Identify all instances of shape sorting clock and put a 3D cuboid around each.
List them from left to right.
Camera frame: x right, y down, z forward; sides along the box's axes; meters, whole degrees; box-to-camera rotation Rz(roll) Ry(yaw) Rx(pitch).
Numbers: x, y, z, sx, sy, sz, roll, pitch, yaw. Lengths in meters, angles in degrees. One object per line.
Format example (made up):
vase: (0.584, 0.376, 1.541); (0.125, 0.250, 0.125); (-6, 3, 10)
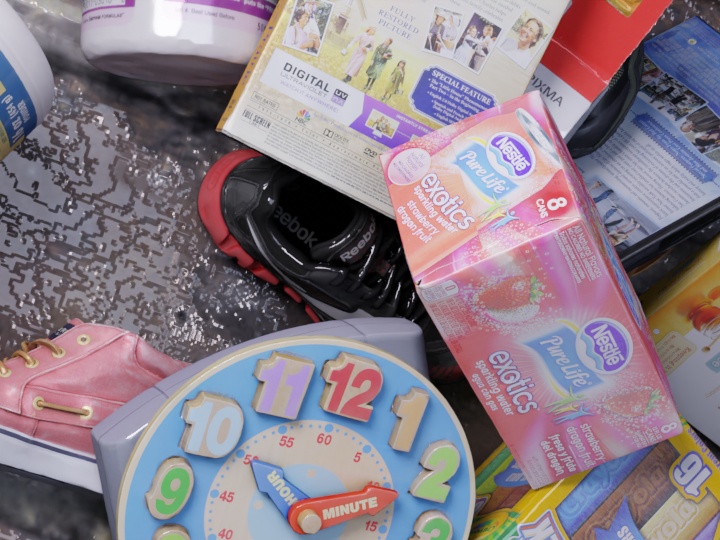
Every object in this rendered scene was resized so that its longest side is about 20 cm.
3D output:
shape sorting clock: (-0.033, 0.131, 1.269); (0.200, 0.039, 0.200); (-4, 105, -16)

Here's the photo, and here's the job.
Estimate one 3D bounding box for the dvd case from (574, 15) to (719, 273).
dvd case: (0.172, -0.073, 1.420); (0.200, 0.143, 0.018); (-28, 141, -21)

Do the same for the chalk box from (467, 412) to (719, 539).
chalk box: (0.114, 0.172, 1.375); (0.200, 0.124, 0.124); (-43, 102, -19)

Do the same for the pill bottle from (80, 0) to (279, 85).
pill bottle: (-0.096, -0.211, 1.327); (0.112, 0.112, 0.200); (6, 84, -20)

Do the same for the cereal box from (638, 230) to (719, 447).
cereal box: (0.269, 0.061, 1.437); (0.200, 0.144, 0.040); (37, 36, -14)

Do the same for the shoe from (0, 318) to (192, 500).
shoe: (-0.185, 0.065, 1.300); (0.200, 0.071, 0.091); (20, 78, -24)

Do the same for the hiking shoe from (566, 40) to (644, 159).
hiking shoe: (0.124, -0.168, 1.381); (0.101, 0.076, 0.200); (30, 67, -57)

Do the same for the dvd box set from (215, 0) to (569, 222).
dvd box set: (0.028, -0.134, 1.291); (0.146, 0.029, 0.200); (25, 90, -16)

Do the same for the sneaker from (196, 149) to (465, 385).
sneaker: (0.000, 0.000, 1.358); (0.200, 0.098, 0.071); (38, 72, -16)

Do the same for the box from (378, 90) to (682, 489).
box: (0.094, 0.014, 1.263); (0.095, 0.103, 0.200); (-22, 137, 9)

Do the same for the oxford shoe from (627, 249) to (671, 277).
oxford shoe: (0.153, -0.023, 1.433); (0.200, 0.071, 0.071); (-33, 96, -21)

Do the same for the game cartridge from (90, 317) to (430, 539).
game cartridge: (-0.047, 0.103, 1.310); (0.200, 0.042, 0.133); (-19, 120, -22)

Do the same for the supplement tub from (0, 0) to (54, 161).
supplement tub: (-0.275, -0.073, 1.231); (0.145, 0.145, 0.200); (46, 72, -12)

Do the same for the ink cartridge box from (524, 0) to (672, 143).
ink cartridge box: (0.059, -0.127, 1.342); (0.161, 0.050, 0.200); (39, 112, 3)
